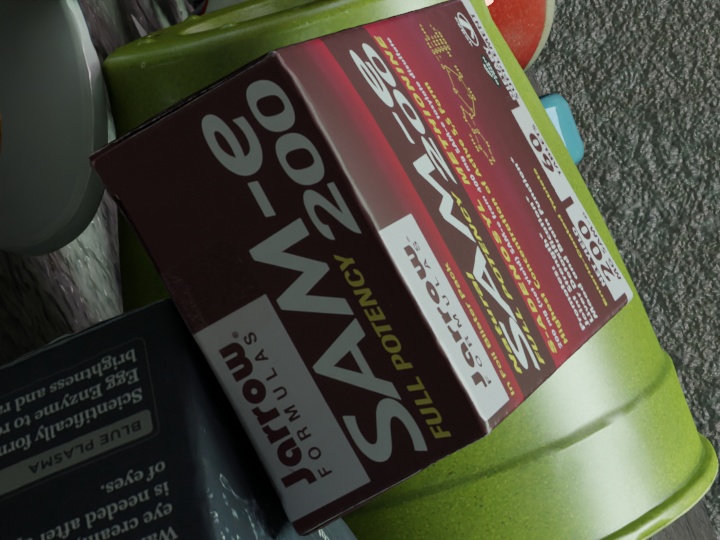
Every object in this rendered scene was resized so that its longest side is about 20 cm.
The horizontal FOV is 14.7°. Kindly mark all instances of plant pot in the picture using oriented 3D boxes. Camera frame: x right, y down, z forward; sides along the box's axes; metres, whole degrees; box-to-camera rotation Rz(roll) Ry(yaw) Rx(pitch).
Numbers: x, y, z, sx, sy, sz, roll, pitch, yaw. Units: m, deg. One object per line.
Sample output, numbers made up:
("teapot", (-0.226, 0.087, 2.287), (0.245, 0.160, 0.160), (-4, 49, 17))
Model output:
("plant pot", (0.000, 0.000, 0.943), (0.200, 0.199, 0.194), (-62, 136, -78))

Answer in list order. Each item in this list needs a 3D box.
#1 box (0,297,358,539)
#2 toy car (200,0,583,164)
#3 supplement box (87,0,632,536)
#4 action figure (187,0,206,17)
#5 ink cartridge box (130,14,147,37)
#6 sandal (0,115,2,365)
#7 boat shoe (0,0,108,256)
("box", (-0.041, 0.152, 0.700), (0.197, 0.117, 0.201), (56, 15, -47))
("toy car", (-0.025, -0.100, 1.229), (0.200, 0.176, 0.185), (-25, 96, -58))
("supplement box", (0.008, -0.009, 0.758), (0.109, 0.061, 0.200), (60, 18, -1))
("action figure", (-0.054, -0.108, 1.404), (0.201, 0.069, 0.130), (61, 17, -7))
("ink cartridge box", (-0.052, 0.005, 1.238), (0.200, 0.057, 0.163), (56, 2, 36))
("sandal", (-0.133, -0.042, 0.828), (0.201, 0.054, 0.082), (66, 8, 30))
("boat shoe", (-0.128, -0.089, 0.952), (0.201, 0.072, 0.066), (62, 12, 24))
